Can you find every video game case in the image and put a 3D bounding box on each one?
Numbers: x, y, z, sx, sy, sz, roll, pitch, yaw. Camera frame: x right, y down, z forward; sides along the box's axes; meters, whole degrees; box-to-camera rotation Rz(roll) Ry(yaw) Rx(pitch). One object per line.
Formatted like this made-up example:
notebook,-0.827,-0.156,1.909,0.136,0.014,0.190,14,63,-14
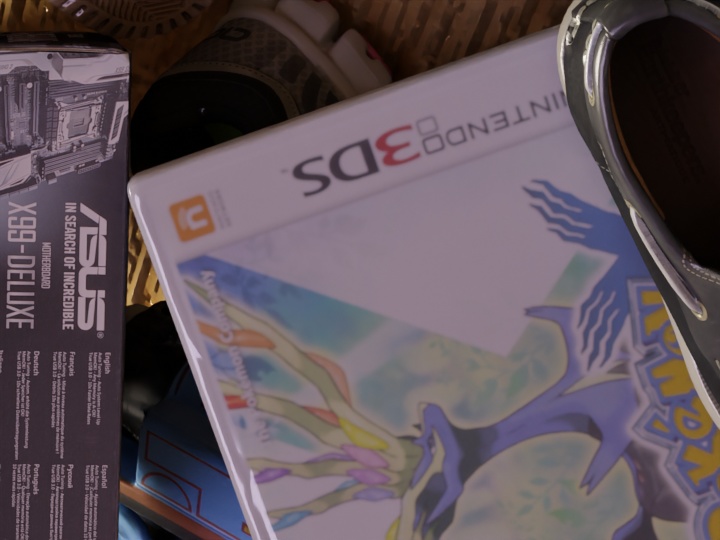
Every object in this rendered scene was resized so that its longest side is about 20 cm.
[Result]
video game case,0.049,0.038,0.759,0.181,0.022,0.201,-19,97,8

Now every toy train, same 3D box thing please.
toy train,-0.028,0.084,0.940,0.199,0.087,0.115,28,129,24

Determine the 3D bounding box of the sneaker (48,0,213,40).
sneaker,-0.116,-0.157,0.753,0.200,0.071,0.113,46,-166,-53

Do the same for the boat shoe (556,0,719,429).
boat shoe,0.119,0.007,0.704,0.201,0.072,0.068,56,180,-8

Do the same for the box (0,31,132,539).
box,-0.103,0.024,0.842,0.158,0.049,0.201,-144,55,-80

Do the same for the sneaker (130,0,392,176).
sneaker,0.000,0.000,0.814,0.200,0.087,0.074,49,148,14
